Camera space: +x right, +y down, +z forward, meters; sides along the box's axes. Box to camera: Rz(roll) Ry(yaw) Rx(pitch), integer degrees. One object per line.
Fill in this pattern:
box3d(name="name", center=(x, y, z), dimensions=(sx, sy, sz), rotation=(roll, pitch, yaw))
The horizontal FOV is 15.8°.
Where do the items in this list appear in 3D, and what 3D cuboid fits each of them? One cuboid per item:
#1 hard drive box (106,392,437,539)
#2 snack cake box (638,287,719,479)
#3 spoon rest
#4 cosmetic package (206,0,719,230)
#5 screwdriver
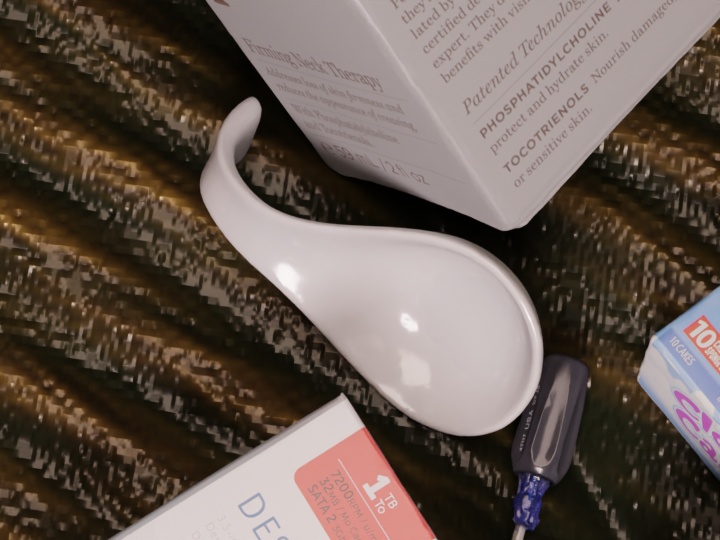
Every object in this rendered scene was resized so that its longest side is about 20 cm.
box3d(name="hard drive box", center=(-0.050, 0.176, 1.127), dimensions=(0.199, 0.077, 0.156), rotation=(-32, 74, -7))
box3d(name="snack cake box", center=(0.232, 0.083, 1.166), dimensions=(0.115, 0.067, 0.200), rotation=(-36, 75, -12))
box3d(name="spoon rest", center=(0.000, 0.000, 1.196), dimensions=(0.200, 0.100, 0.061), rotation=(38, 39, 18))
box3d(name="cosmetic package", center=(0.028, -0.156, 1.162), dimensions=(0.166, 0.167, 0.200), rotation=(-46, 120, -14))
box3d(name="screwdriver", center=(0.072, 0.133, 1.178), dimensions=(0.029, 0.028, 0.201), rotation=(2, 69, 31))
